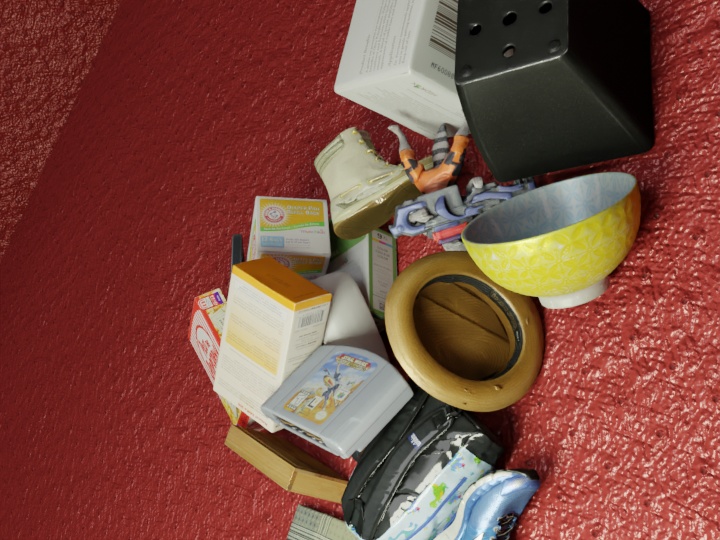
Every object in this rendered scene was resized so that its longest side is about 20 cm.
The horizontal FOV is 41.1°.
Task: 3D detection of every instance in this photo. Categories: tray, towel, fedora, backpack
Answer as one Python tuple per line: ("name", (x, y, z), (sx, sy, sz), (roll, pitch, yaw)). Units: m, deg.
("tray", (-0.109, 0.276, 1.387), (0.200, 0.099, 0.037), (18, 86, 56))
("towel", (-0.056, 0.430, 1.302), (0.200, 0.035, 0.193), (2, 71, 57))
("fedora", (0.114, 0.076, 1.126), (0.082, 0.200, 0.201), (132, 146, -64))
("backpack", (0.067, 0.247, 1.142), (0.200, 0.154, 0.163), (-46, 37, -4))

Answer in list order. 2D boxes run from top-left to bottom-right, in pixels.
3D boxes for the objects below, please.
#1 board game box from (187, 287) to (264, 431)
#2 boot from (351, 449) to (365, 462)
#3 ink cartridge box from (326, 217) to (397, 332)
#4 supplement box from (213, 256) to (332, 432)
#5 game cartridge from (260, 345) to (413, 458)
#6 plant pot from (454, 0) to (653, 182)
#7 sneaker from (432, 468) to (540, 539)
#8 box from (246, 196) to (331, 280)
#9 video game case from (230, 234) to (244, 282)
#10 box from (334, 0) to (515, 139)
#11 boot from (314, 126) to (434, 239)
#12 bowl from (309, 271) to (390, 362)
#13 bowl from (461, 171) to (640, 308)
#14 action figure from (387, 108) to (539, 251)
("board game box", (-0.204, 0.148, 1.507), (0.200, 0.046, 0.152), (59, 155, 19))
("boot", (0.014, 0.198, 1.262), (0.097, 0.075, 0.200), (-41, -9, -11))
("ink cartridge box", (0.000, 0.000, 1.418), (0.104, 0.059, 0.200), (-33, 48, 42))
("supplement box", (-0.121, 0.099, 1.300), (0.126, 0.073, 0.200), (30, 119, 33))
("game cartridge", (-0.029, 0.153, 1.182), (0.133, 0.042, 0.200), (-48, 29, -19))
("plant pot", (0.211, -0.243, 1.108), (0.200, 0.177, 0.200), (-9, 64, 32))
("sneaker", (0.145, 0.299, 1.059), (0.200, 0.078, 0.089), (-62, 41, 25))
("box", (-0.115, -0.014, 1.468), (0.200, 0.112, 0.101), (109, 160, -54))
("video game case", (-0.193, 0.062, 1.568), (0.143, 0.019, 0.200), (-97, 5, -49))
("box", (0.104, -0.309, 1.314), (0.171, 0.200, 0.199), (0, 74, 52))
("boot", (0.033, -0.151, 1.386), (0.200, 0.072, 0.155), (-28, 54, 13))
("bowl", (-0.065, 0.117, 1.355), (0.200, 0.075, 0.200), (-28, 81, 44))
("bowl", (0.223, -0.023, 1.061), (0.200, 0.200, 0.108), (-1, 115, 54))
("action figure", (0.134, -0.110, 1.260), (0.200, 0.105, 0.194), (-9, 86, 11))
